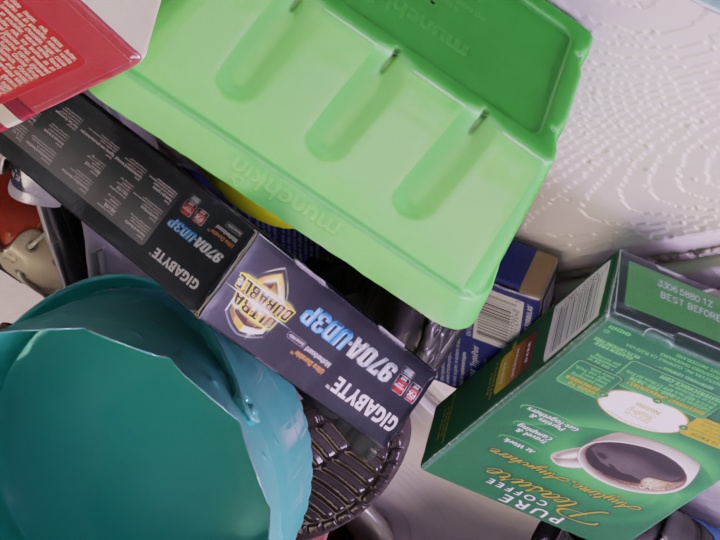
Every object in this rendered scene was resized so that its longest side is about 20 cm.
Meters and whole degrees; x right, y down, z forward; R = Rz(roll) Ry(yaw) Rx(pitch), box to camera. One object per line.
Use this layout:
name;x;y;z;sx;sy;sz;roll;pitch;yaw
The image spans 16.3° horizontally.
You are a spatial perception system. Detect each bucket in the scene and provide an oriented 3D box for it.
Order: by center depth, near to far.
bucket;-0.124;0.106;1.228;0.207;0.208;0.135;23;-164;8

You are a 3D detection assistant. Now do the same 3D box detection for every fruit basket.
fruit basket;-0.023;-0.068;1.093;0.215;0.156;0.216;10;133;11

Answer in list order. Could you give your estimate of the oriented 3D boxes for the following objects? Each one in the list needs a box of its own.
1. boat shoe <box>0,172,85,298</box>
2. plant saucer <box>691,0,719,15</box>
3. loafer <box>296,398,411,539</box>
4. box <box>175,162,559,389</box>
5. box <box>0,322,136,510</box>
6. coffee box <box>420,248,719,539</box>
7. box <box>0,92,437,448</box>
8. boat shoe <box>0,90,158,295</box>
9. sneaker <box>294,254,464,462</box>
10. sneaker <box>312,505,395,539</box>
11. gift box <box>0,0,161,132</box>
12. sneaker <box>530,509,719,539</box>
boat shoe;-0.160;-0.015;1.347;0.062;0.071;0.200;21;161;44
plant saucer;0.158;-0.158;0.885;0.200;0.039;0.201;21;152;12
loafer;-0.053;0.121;1.446;0.200;0.071;0.073;-37;110;23
box;0.000;0.000;1.283;0.199;0.032;0.121;20;150;10
box;-0.143;0.080;1.408;0.100;0.075;0.200;22;-178;8
coffee box;0.126;0.067;1.236;0.123;0.044;0.200;22;147;-14
box;-0.075;-0.013;1.133;0.200;0.046;0.159;37;178;38
boat shoe;-0.146;-0.057;1.250;0.072;0.068;0.200;39;156;33
sneaker;0.001;0.025;1.222;0.091;0.076;0.200;35;148;3
sneaker;-0.067;0.148;1.537;0.200;0.076;0.105;25;157;-13
gift box;-0.187;-0.169;0.998;0.199;0.187;0.185;-16;134;31
sneaker;0.124;0.168;1.407;0.111;0.077;0.200;38;149;-24
